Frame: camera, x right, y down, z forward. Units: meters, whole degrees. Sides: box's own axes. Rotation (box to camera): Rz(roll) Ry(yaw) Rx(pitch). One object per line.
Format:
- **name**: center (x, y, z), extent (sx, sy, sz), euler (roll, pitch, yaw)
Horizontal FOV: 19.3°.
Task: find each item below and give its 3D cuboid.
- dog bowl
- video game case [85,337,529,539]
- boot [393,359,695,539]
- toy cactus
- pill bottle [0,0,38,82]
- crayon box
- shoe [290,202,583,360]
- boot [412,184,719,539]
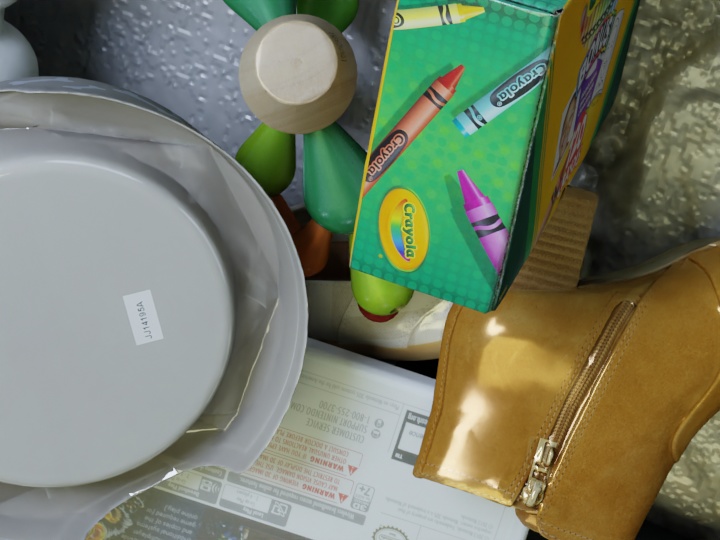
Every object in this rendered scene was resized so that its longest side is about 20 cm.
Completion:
- **dog bowl**: center (-0.123, 0.014, 0.846), extent (0.199, 0.059, 0.201), euler (-4, 115, -8)
- **video game case**: center (-0.034, 0.120, 0.925), extent (0.199, 0.023, 0.182), euler (18, 101, 0)
- **boot**: center (0.112, 0.110, 0.957), extent (0.199, 0.076, 0.169), euler (0, 120, 28)
- **toy cactus**: center (-0.015, -0.074, 0.846), extent (0.102, 0.165, 0.201), euler (-11, 91, -1)
- **pill bottle**: center (-0.196, -0.062, 0.896), extent (0.114, 0.114, 0.201), euler (17, 112, 12)
- **crayon box**: center (0.061, -0.086, 0.799), extent (0.058, 0.200, 0.119), euler (17, 122, 12)
- **shoe**: center (0.000, 0.000, 0.942), extent (0.199, 0.070, 0.053), euler (-6, 137, 26)
- **boot**: center (0.130, 0.052, 0.877), extent (0.200, 0.071, 0.145), euler (14, 89, -4)
